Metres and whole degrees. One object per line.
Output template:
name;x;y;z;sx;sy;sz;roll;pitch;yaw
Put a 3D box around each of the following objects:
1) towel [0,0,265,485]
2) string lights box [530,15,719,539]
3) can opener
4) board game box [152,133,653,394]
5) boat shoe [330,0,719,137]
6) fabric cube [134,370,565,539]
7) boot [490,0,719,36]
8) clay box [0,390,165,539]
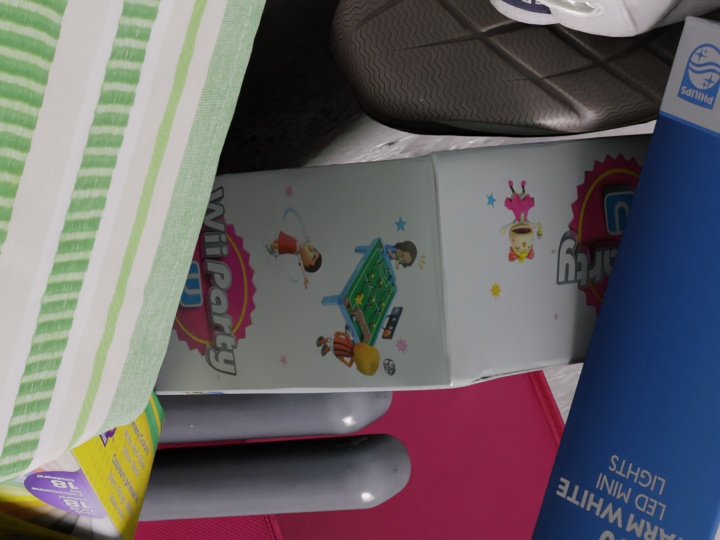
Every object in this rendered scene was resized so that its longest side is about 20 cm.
towel;-0.072;-0.022;0.639;0.023;0.153;0.200;20;-166;15
string lights box;0.107;0.041;0.802;0.059;0.201;0.102;24;-167;40
can opener;-0.076;0.065;1.031;0.199;0.053;0.066;-7;-166;32
board game box;0.000;0.000;0.871;0.199;0.065;0.147;-3;-178;44
boat shoe;0.082;-0.070;0.841;0.199;0.075;0.073;-14;164;-21
fabric cube;-0.033;0.132;1.164;0.199;0.197;0.199;-33;160;35
boot;0.050;-0.086;0.735;0.199;0.074;0.096;-13;156;-31
clay box;-0.121;0.020;0.779;0.114;0.048;0.200;10;158;11
